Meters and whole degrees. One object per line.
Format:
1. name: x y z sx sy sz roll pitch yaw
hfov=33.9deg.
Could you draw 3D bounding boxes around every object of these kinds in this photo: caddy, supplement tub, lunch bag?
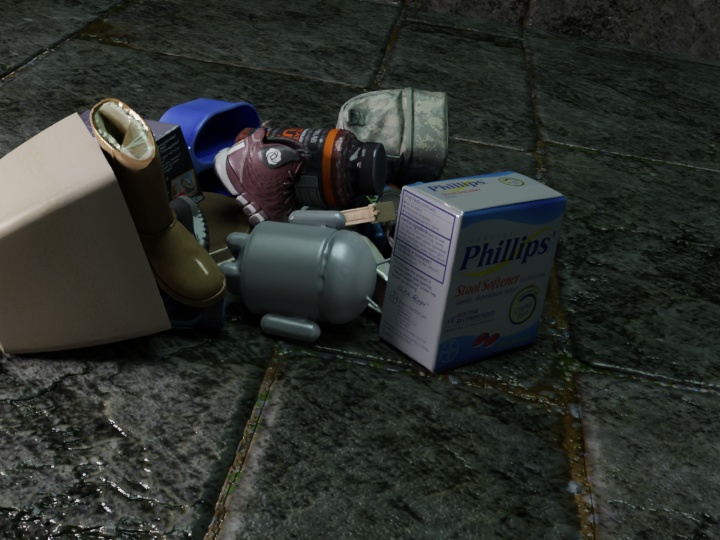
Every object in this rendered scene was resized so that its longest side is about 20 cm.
1. caddy: -0.217 -0.177 1.748 0.104 0.142 0.200 16 25 23
2. supplement tub: -0.068 -0.140 1.600 0.199 0.108 0.107 2 21 14
3. lunch bag: 0.034 -0.182 1.783 0.167 0.140 0.200 7 -21 -8

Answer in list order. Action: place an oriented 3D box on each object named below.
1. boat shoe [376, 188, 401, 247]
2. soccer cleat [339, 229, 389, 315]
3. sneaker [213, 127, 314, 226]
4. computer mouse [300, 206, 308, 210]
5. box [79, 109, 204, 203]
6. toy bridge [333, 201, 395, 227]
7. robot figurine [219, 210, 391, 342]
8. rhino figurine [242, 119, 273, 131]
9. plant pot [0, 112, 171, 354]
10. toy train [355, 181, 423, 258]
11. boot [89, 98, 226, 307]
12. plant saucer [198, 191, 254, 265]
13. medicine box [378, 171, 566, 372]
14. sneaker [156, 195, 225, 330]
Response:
1. boat shoe: 0.075 -0.038 1.542 0.201 0.067 0.057 59 6 28
2. soccer cleat: 0.000 0.000 1.510 0.077 0.070 0.200 10 20 -46
3. sneaker: -0.091 -0.096 1.527 0.200 0.115 0.076 52 15 -14
4. computer mouse: -0.133 -0.089 1.677 0.109 0.044 0.200 -2 17 19
5. box: -0.326 -0.124 1.532 0.199 0.115 0.132 13 41 41
6. toy bridge: -0.035 -0.067 1.591 0.067 0.027 0.200 -9 1 -36
7. robot figurine: -0.066 0.002 1.412 0.199 0.171 0.113 8 -20 14
8. rhino figurine: -0.112 -0.160 1.767 0.088 0.060 0.200 58 8 14
9. plant pot: -0.340 -0.025 1.287 0.176 0.201 0.200 -23 33 -14
10. toy train: 0.068 -0.059 1.664 0.114 0.087 0.200 -8 31 -16
11. boot: -0.221 -0.067 1.287 0.175 0.200 0.066 40 65 22
12. plant saucer: -0.225 -0.050 1.539 0.199 0.030 0.200 -2 34 1
13. medicine box: 0.133 -0.004 1.407 0.181 0.201 0.103 -11 31 -39
14. sneaker: -0.217 -0.013 1.408 0.081 0.073 0.201 -8 48 -14
